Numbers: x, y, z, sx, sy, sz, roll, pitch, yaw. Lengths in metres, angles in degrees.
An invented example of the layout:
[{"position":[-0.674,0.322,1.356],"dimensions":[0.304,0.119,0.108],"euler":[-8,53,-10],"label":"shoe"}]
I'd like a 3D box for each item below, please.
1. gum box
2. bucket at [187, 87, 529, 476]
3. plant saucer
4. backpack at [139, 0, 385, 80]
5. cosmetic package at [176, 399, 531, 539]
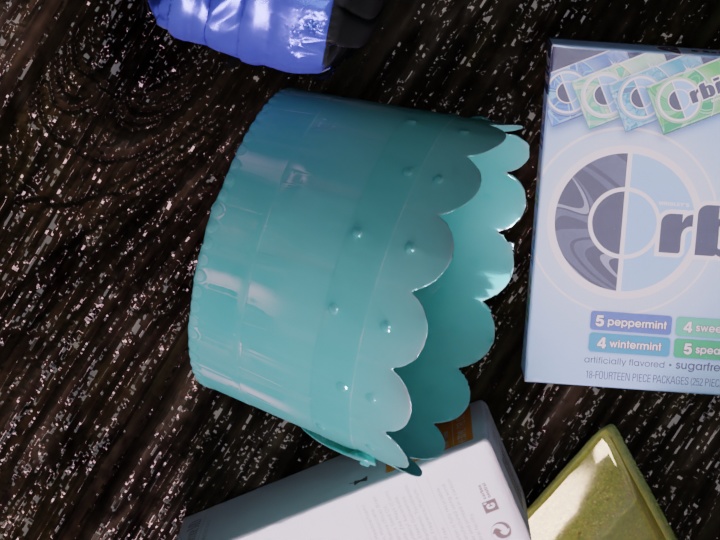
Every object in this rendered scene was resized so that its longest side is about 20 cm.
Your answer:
[{"position":[0.186,-0.030,1.465],"dimensions":[0.170,0.045,0.200],"euler":[4,100,1],"label":"gum box"},{"position":[0.000,0.000,1.392],"dimensions":[0.135,0.207,0.207],"euler":[17,101,14],"label":"bucket"},{"position":[0.130,0.224,1.444],"dimensions":[0.048,0.200,0.200],"euler":[27,114,-32],"label":"plant saucer"},{"position":[-0.057,-0.186,1.360],"dimensions":[0.168,0.200,0.163],"euler":[9,102,-1],"label":"backpack"},{"position":[-0.005,0.153,1.476],"dimensions":[0.200,0.101,0.071],"euler":[-23,99,4],"label":"cosmetic package"}]
